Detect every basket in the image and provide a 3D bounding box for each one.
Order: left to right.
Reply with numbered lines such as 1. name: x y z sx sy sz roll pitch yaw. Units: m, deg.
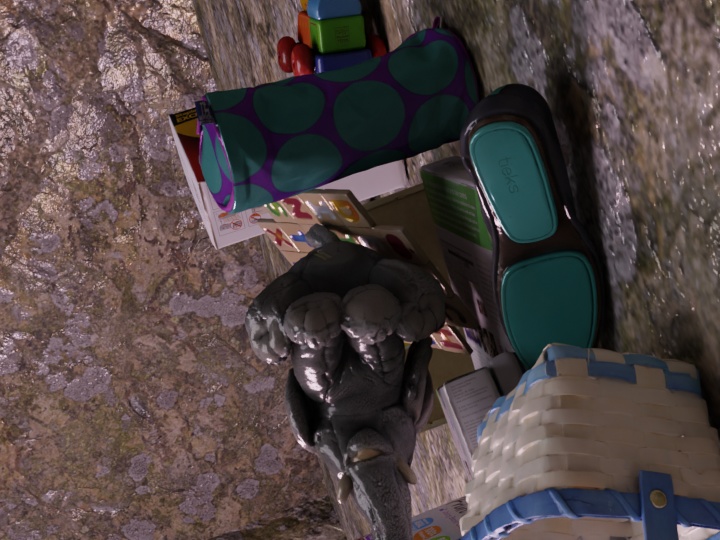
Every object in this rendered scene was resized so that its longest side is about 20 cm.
1. basket: 0.125 0.151 0.628 0.177 0.138 0.202 120 159 -63

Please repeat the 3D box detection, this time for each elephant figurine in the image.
1. elephant figurine: -0.003 0.093 0.837 0.140 0.155 0.202 8 121 35

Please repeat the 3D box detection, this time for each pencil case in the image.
1. pencil case: -0.019 -0.111 0.853 0.085 0.198 0.093 105 146 -68

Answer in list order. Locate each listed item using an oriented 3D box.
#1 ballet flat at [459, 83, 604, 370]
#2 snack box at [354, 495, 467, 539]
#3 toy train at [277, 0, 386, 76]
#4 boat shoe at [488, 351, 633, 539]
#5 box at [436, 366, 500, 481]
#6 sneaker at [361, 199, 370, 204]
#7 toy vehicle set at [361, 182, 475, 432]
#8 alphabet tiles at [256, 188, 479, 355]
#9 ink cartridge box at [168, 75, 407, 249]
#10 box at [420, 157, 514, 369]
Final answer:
1. ballet flat: 0.108 -0.025 0.727 0.073 0.072 0.201 -123 10 -57
2. snack box: 0.074 0.242 1.010 0.142 0.198 0.053 -167 58 -80
3. toy train: -0.040 -0.249 1.122 0.200 0.084 0.117 -131 34 -68
4. boat shoe: 0.148 0.135 0.759 0.071 0.069 0.201 71 174 -65
5. box: 0.093 0.142 0.827 0.200 0.036 0.146 83 167 -83
6. sneaker: -0.030 -0.098 1.378 0.081 0.070 0.201 86 164 -48
7. toy vehicle set: 0.041 0.036 1.030 0.027 0.123 0.202 127 124 -88
8. alphabet tiles: 0.000 0.000 0.913 0.199 0.006 0.167 6 140 55
9. ink cartridge box: -0.079 -0.130 1.181 0.176 0.198 0.084 -121 15 -48
10. box: 0.103 0.021 0.876 0.144 0.036 0.202 -141 32 -73
